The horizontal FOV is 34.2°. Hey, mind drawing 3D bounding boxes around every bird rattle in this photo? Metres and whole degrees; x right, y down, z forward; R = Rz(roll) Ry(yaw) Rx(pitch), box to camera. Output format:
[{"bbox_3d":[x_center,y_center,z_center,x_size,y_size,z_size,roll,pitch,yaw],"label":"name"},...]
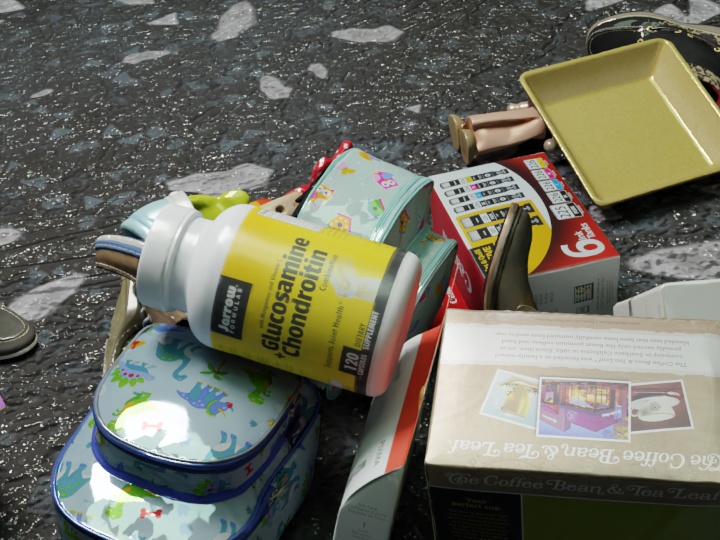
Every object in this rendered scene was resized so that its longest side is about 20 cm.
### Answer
[{"bbox_3d":[-0.091,-0.056,1.194,0.199,0.113,0.163,-34,2,-22],"label":"bird rattle"}]

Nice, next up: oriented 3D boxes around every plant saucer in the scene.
[{"bbox_3d":[0.302,-0.158,1.316,0.199,0.049,0.201,-16,58,-15],"label":"plant saucer"}]

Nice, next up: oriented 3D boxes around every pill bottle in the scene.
[{"bbox_3d":[-0.061,0.015,0.880,0.199,0.113,0.112,16,39,7],"label":"pill bottle"}]

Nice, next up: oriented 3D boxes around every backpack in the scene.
[{"bbox_3d":[0.000,0.000,1.048,0.152,0.201,0.176,21,41,18],"label":"backpack"},{"bbox_3d":[-0.138,0.147,0.899,0.182,0.148,0.200,16,44,12],"label":"backpack"}]

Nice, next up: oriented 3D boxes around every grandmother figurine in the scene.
[{"bbox_3d":[0.212,-0.176,1.386,0.199,0.061,0.122,-16,45,-9],"label":"grandmother figurine"}]

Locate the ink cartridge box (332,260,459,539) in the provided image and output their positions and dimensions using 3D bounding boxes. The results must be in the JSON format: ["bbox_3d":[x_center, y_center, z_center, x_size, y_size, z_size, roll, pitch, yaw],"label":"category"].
[{"bbox_3d":[0.024,0.111,0.893,0.057,0.201,0.163,11,37,7],"label":"ink cartridge box"}]

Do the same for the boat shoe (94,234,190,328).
[{"bbox_3d":[-0.152,0.024,0.989,0.199,0.073,0.072,18,-2,27],"label":"boat shoe"}]

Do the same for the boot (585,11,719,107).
[{"bbox_3d":[0.372,-0.256,1.464,0.199,0.074,0.151,12,39,15],"label":"boot"}]

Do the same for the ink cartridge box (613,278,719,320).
[{"bbox_3d":[0.296,0.054,0.945,0.146,0.084,0.200,-5,-6,2],"label":"ink cartridge box"}]

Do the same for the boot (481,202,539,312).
[{"bbox_3d":[0.149,0.047,1.007,0.096,0.202,0.075,10,-1,6],"label":"boot"}]

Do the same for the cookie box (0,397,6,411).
[{"bbox_3d":[-0.404,0.132,0.952,0.171,0.076,0.199,-35,11,-34],"label":"cookie box"}]

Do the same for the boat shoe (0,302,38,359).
[{"bbox_3d":[-0.415,0.042,1.171,0.199,0.057,0.067,11,39,22],"label":"boat shoe"}]

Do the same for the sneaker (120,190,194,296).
[{"bbox_3d":[-0.160,0.026,1.072,0.081,0.074,0.201,-23,67,-14],"label":"sneaker"}]

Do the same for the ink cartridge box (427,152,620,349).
[{"bbox_3d":[0.136,-0.018,1.155,0.174,0.084,0.200,-13,36,-8],"label":"ink cartridge box"}]

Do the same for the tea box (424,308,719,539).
[{"bbox_3d":[0.156,0.141,0.821,0.198,0.197,0.134,3,49,11],"label":"tea box"}]

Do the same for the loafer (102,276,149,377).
[{"bbox_3d":[-0.201,0.070,1.096,0.075,0.068,0.201,15,49,-15],"label":"loafer"}]
